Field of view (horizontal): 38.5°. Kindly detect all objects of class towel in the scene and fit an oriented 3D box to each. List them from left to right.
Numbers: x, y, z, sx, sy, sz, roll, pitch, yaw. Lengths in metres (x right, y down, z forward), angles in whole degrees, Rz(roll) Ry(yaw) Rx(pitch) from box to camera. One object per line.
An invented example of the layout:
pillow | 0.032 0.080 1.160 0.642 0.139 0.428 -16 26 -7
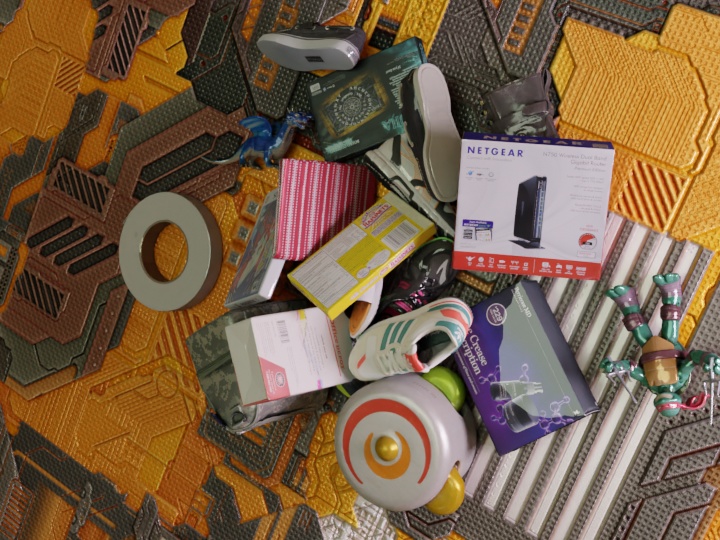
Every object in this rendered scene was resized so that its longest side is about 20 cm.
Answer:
towel | -0.050 -0.086 1.505 0.022 0.199 0.146 8 96 42

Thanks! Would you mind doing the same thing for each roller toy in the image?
roller toy | 0.062 0.243 1.465 0.181 0.140 0.202 -6 92 27

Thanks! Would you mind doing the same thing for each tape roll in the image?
tape roll | -0.324 -0.032 1.745 0.201 0.037 0.205 0 89 29

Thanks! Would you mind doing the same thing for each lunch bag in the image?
lunch bag | -0.146 0.148 1.552 0.139 0.199 0.169 -33 74 33

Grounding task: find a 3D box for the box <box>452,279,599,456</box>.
box | 0.218 0.133 1.424 0.141 0.079 0.201 -30 75 22

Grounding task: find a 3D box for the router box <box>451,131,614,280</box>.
router box | 0.226 -0.086 1.371 0.198 0.049 0.181 4 110 7

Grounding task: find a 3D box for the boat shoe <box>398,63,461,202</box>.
boat shoe | 0.096 -0.190 1.466 0.060 0.073 0.202 -20 81 53

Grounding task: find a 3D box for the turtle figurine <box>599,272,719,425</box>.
turtle figurine | 0.382 0.111 1.322 0.149 0.101 0.202 -11 68 14

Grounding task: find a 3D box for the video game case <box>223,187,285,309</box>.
video game case | -0.139 -0.042 1.553 0.182 0.023 0.201 -18 50 65

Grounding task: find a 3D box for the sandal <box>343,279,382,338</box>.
sandal | -0.003 0.003 1.504 0.079 0.059 0.208 -45 28 53

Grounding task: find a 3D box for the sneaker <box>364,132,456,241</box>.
sneaker | 0.097 -0.119 1.496 0.080 0.074 0.200 -40 81 -11

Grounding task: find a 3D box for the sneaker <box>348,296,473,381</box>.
sneaker | 0.060 0.108 1.405 0.199 0.094 0.071 -26 107 23

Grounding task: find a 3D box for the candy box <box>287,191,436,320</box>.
candy box | 0.002 -0.023 1.456 0.200 0.026 0.102 -39 48 -13

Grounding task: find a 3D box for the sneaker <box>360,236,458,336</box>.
sneaker | 0.077 0.040 1.477 0.077 0.084 0.200 34 105 -15

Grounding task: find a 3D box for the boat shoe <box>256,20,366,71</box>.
boat shoe | -0.074 -0.356 1.597 0.199 0.070 0.067 11 63 42

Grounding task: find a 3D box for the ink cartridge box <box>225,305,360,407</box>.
ink cartridge box | -0.086 0.118 1.473 0.067 0.199 0.117 -21 80 45

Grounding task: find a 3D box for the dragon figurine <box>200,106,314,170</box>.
dragon figurine | -0.159 -0.212 1.642 0.199 0.059 0.100 4 91 32

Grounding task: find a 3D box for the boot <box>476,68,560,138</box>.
boot | 0.204 -0.170 1.447 0.199 0.069 0.175 -27 74 19

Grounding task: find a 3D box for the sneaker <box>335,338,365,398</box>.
sneaker | -0.012 0.094 1.555 0.080 0.074 0.202 -11 86 24

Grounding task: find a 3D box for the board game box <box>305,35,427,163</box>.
board game box | 0.018 -0.254 1.563 0.199 0.028 0.136 -18 81 27
